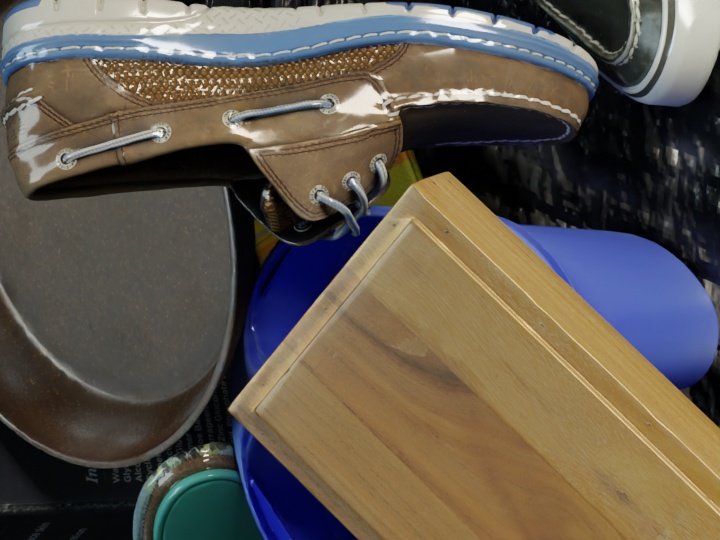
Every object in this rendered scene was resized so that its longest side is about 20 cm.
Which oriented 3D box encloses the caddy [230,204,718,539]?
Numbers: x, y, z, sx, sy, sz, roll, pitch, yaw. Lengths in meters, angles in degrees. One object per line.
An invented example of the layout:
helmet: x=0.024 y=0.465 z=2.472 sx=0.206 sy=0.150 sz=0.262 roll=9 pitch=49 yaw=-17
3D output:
caddy: x=0.030 y=0.049 z=0.926 sx=0.200 sy=0.105 sz=0.142 roll=5 pitch=93 yaw=52

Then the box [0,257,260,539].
box: x=-0.127 y=0.081 z=1.177 sx=0.197 sy=0.200 sz=0.118 roll=-44 pitch=52 yaw=56

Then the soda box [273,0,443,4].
soda box: x=-0.031 y=-0.169 z=1.113 sx=0.200 sy=0.068 sz=0.064 roll=50 pitch=134 yaw=51

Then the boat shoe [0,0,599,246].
boat shoe: x=-0.020 y=-0.046 z=0.895 sx=0.072 sy=0.199 sz=0.073 roll=94 pitch=178 yaw=-76

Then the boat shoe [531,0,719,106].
boat shoe: x=0.060 y=-0.128 z=0.935 sx=0.200 sy=0.064 sz=0.071 roll=62 pitch=144 yaw=42

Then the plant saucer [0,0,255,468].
plant saucer: x=-0.105 y=-0.026 z=1.006 sx=0.200 sy=0.034 sz=0.201 roll=16 pitch=113 yaw=40

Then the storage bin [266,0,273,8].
storage bin: x=-0.134 y=-0.068 z=1.160 sx=0.094 sy=0.199 sz=0.136 roll=109 pitch=152 yaw=-71

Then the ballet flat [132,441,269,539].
ballet flat: x=-0.043 y=0.118 z=1.071 sx=0.074 sy=0.074 sz=0.200 roll=60 pitch=175 yaw=45

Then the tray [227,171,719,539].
tray: x=0.063 y=0.075 z=0.821 sx=0.200 sy=0.037 sz=0.099 roll=44 pitch=112 yaw=11

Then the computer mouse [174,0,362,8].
computer mouse: x=-0.050 y=-0.082 z=1.026 sx=0.200 sy=0.046 sz=0.141 roll=-44 pitch=42 yaw=43

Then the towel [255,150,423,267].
towel: x=0.000 y=0.000 z=1.060 sx=0.086 sy=0.018 sz=0.200 roll=-33 pitch=65 yaw=31
